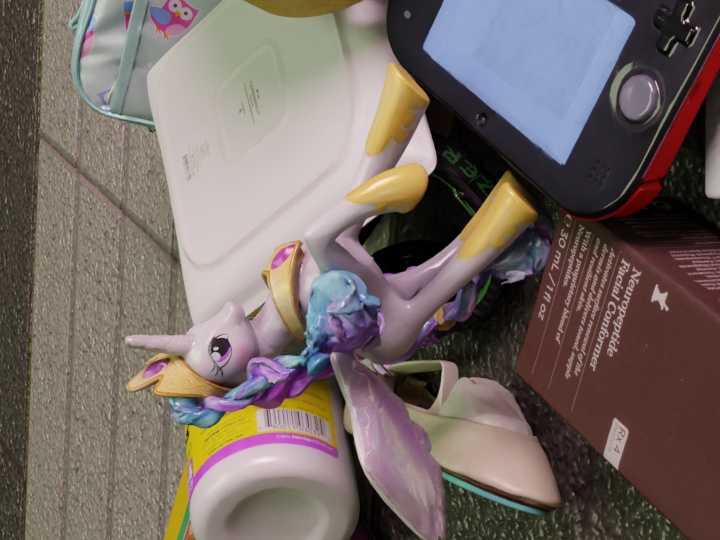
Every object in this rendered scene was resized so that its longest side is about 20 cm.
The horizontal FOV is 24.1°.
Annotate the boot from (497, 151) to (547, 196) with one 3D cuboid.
[{"bbox_3d":[0.126,-0.147,0.816,0.187,0.064,0.200,53,126,20],"label":"boot"}]

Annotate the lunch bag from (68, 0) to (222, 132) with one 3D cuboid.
[{"bbox_3d":[-0.103,-0.180,1.089,0.077,0.159,0.202,-94,18,-69],"label":"lunch bag"}]

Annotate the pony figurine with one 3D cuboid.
[{"bbox_3d":[0.003,0.023,0.841,0.200,0.193,0.167,-44,42,11],"label":"pony figurine"}]

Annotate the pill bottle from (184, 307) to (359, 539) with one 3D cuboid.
[{"bbox_3d":[-0.061,0.088,1.074,0.201,0.103,0.105,-101,26,-51],"label":"pill bottle"}]

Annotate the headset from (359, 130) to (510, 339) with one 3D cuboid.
[{"bbox_3d":[0.000,0.000,0.961,0.124,0.094,0.200,49,137,-9],"label":"headset"}]

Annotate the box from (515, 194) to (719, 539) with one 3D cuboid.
[{"bbox_3d":[0.158,0.053,0.756,0.200,0.074,0.101,43,127,48],"label":"box"}]

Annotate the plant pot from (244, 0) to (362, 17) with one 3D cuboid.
[{"bbox_3d":[-0.037,-0.216,0.857,0.200,0.199,0.143,49,168,47],"label":"plant pot"}]

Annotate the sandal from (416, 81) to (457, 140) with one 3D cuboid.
[{"bbox_3d":[0.017,-0.149,0.997,0.080,0.054,0.202,-28,71,31],"label":"sandal"}]

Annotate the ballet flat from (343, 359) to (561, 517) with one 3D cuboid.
[{"bbox_3d":[0.050,0.085,0.955,0.199,0.069,0.070,12,102,59],"label":"ballet flat"}]

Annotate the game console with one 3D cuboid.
[{"bbox_3d":[0.096,-0.139,0.778,0.200,0.031,0.178,46,124,41],"label":"game console"}]

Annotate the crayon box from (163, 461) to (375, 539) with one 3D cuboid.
[{"bbox_3d":[-0.064,0.204,1.155,0.200,0.058,0.174,52,133,44],"label":"crayon box"}]

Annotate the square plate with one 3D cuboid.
[{"bbox_3d":[-0.053,-0.089,0.951,0.198,0.028,0.201,-36,53,33],"label":"square plate"}]

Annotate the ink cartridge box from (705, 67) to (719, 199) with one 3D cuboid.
[{"bbox_3d":[0.216,-0.126,0.676,0.199,0.040,0.202,3,94,59],"label":"ink cartridge box"}]
